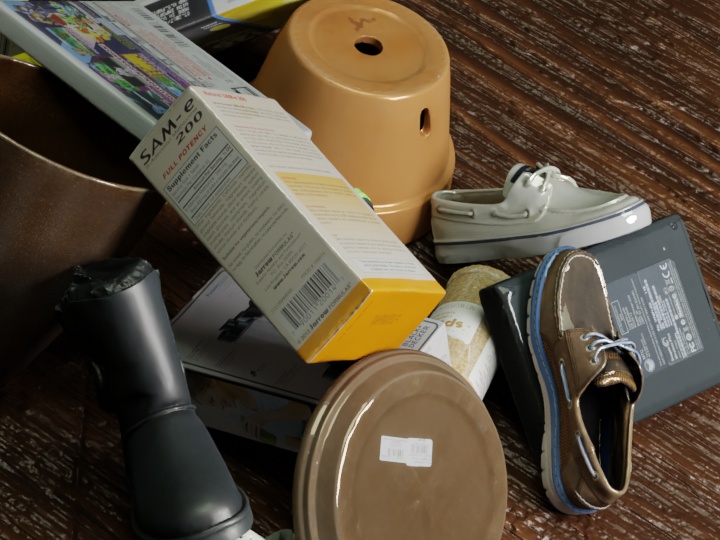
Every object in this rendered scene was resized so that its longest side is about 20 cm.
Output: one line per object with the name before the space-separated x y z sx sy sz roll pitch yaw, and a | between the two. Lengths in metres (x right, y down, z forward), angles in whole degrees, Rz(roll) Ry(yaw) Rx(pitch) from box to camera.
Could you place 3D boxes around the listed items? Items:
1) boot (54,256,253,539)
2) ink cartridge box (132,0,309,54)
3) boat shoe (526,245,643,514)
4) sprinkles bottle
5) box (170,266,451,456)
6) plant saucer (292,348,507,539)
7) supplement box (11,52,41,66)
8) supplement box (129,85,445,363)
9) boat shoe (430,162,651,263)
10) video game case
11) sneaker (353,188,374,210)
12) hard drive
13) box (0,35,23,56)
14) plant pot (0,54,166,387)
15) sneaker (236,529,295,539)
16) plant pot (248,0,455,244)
boot | -0.141 0.085 1.524 0.076 0.169 0.200 -20 17 -9
ink cartridge box | -0.066 -0.234 1.952 0.200 0.196 0.047 0 71 -68
boat shoe | 0.175 0.078 1.719 0.072 0.072 0.202 1 80 -34
sprinkles bottle | 0.067 0.078 1.760 0.068 0.069 0.200 23 41 7
box | -0.046 0.071 1.681 0.199 0.060 0.117 13 42 28
plant saucer | 0.034 0.154 1.588 0.029 0.202 0.199 -2 21 47
supplement box | -0.230 -0.104 1.831 0.199 0.110 0.109 -22 53 -35
supplement box | -0.050 -0.031 1.594 0.200 0.074 0.126 49 19 19
boat shoe | 0.138 -0.051 1.842 0.199 0.070 0.071 -6 10 41
video game case | -0.158 -0.145 1.751 0.200 0.023 0.182 38 23 22
sneaker | 0.000 0.000 1.747 0.077 0.200 0.084 -37 67 3
hard drive | 0.194 0.050 1.801 0.199 0.033 0.141 -20 92 -35
box | -0.354 -0.254 1.987 0.082 0.069 0.201 -9 47 -27
plant pot | -0.252 -0.023 1.652 0.186 0.201 0.187 25 19 -9
sneaker | -0.104 0.207 1.507 0.199 0.074 0.089 3 71 -56
plant pot | -0.008 -0.133 1.913 0.198 0.141 0.201 9 42 -8
